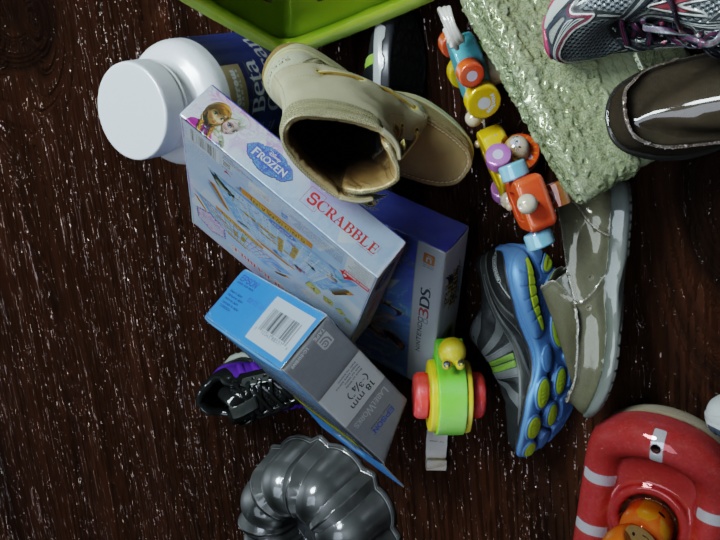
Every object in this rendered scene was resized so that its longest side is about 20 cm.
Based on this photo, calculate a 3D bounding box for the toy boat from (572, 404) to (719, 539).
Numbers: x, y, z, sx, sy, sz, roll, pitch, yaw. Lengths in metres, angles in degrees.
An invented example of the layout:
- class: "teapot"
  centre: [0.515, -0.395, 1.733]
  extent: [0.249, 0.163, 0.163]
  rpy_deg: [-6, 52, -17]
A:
- class: "toy boat"
  centre: [0.239, 0.217, 0.741]
  extent: [0.129, 0.130, 0.203]
  rpy_deg: [13, 113, 28]

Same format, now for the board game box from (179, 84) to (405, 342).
- class: "board game box"
  centre: [-0.064, -0.034, 0.753]
  extent: [0.199, 0.041, 0.200]
  rpy_deg: [40, 159, 7]

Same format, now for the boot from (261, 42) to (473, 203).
- class: "boot"
  centre: [0.019, -0.097, 0.689]
  extent: [0.198, 0.156, 0.073]
  rpy_deg: [26, 112, -23]

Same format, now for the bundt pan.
- class: "bundt pan"
  centre: [-0.059, 0.293, 0.994]
  extent: [0.200, 0.076, 0.205]
  rpy_deg: [11, 111, 30]

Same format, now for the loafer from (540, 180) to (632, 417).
- class: "loafer"
  centre: [0.187, 0.022, 0.742]
  extent: [0.069, 0.075, 0.203]
  rpy_deg: [5, 99, 16]

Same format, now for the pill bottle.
- class: "pill bottle"
  centre: [-0.142, -0.161, 0.818]
  extent: [0.110, 0.199, 0.113]
  rpy_deg: [11, 112, 29]

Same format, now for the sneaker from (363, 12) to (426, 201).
- class: "sneaker"
  centre: [0.006, -0.140, 0.809]
  extent: [0.082, 0.071, 0.203]
  rpy_deg: [15, 114, 29]

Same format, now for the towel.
- class: "towel"
  centre: [0.173, -0.165, 0.663]
  extent: [0.147, 0.036, 0.202]
  rpy_deg: [-26, 89, -9]

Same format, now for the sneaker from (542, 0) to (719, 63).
- class: "sneaker"
  centre: [0.217, -0.171, 0.576]
  extent: [0.197, 0.080, 0.076]
  rpy_deg: [-9, 70, 25]

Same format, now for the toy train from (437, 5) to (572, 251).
- class: "toy train"
  centre: [0.121, -0.119, 0.713]
  extent: [0.055, 0.150, 0.202]
  rpy_deg: [-21, 90, 3]

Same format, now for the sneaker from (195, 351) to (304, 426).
- class: "sneaker"
  centre: [-0.097, 0.131, 0.947]
  extent: [0.198, 0.099, 0.070]
  rpy_deg: [-11, 102, 35]

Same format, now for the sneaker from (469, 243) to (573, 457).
- class: "sneaker"
  centre: [0.145, 0.071, 0.802]
  extent: [0.082, 0.070, 0.202]
  rpy_deg: [10, 115, 53]

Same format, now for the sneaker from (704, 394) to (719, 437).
- class: "sneaker"
  centre: [0.337, 0.043, 0.652]
  extent: [0.198, 0.079, 0.131]
  rpy_deg: [-24, 91, 36]

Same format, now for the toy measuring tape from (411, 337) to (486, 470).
- class: "toy measuring tape"
  centre: [0.079, 0.144, 0.825]
  extent: [0.073, 0.074, 0.202]
  rpy_deg: [24, 135, 24]

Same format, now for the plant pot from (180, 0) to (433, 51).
- class: "plant pot"
  centre: [-0.051, -0.312, 0.702]
  extent: [0.197, 0.199, 0.184]
  rpy_deg: [-12, 71, 35]

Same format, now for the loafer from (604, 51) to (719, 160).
- class: "loafer"
  centre: [0.268, -0.126, 0.602]
  extent: [0.197, 0.071, 0.074]
  rpy_deg: [-11, 85, 9]

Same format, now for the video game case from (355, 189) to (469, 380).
- class: "video game case"
  centre: [0.000, 0.000, 0.840]
  extent: [0.198, 0.045, 0.183]
  rpy_deg: [26, 138, 24]

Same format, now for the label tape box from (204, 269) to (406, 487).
- class: "label tape box"
  centre: [-0.033, 0.098, 0.813]
  extent: [0.144, 0.063, 0.200]
  rpy_deg: [25, 161, 51]
